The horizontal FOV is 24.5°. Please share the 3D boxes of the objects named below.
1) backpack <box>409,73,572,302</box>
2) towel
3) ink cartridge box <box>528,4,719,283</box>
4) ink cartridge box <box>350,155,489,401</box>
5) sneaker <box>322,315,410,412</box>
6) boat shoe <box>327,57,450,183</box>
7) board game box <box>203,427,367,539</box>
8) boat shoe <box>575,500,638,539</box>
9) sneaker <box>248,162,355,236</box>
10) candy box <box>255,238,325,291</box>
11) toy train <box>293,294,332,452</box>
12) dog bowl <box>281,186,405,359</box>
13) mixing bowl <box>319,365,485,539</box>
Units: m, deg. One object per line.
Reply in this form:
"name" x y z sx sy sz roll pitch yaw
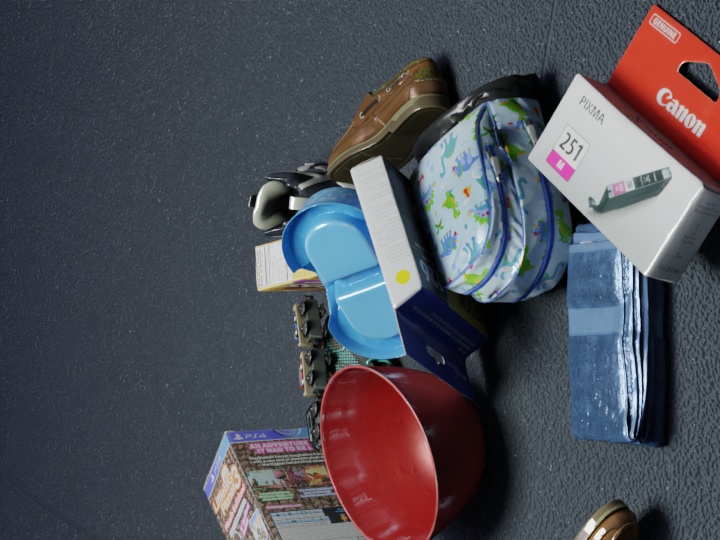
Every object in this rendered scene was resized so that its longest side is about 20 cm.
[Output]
"backpack" 0.127 -0.064 1.590 0.163 0.153 0.201 -38 71 46
"towel" 0.225 0.057 1.492 0.111 0.048 0.202 -3 88 60
"ink cartridge box" 0.248 -0.115 1.420 0.174 0.043 0.200 -61 40 21
"ink cartridge box" 0.069 0.010 1.635 0.047 0.198 0.201 -25 65 14
"sneaker" 0.001 0.103 1.854 0.200 0.077 0.092 23 106 56
"boat shoe" 0.031 -0.161 1.810 0.200 0.072 0.068 -32 58 45
"board game box" -0.064 0.282 1.879 0.200 0.158 0.097 60 138 41
"boat shoe" 0.217 0.298 1.488 0.068 0.072 0.201 42 132 37
"sneaker" -0.086 -0.084 1.941 0.199 0.129 0.080 24 110 57
"candy box" -0.022 -0.013 1.847 0.200 0.116 0.057 -12 80 60
"toy train" -0.050 0.114 1.850 0.046 0.034 0.201 117 152 -48
"dog bowl" 0.000 0.000 1.697 0.111 0.201 0.050 -20 29 23
"mixing bowl" 0.057 0.181 1.704 0.200 0.108 0.202 26 122 49
